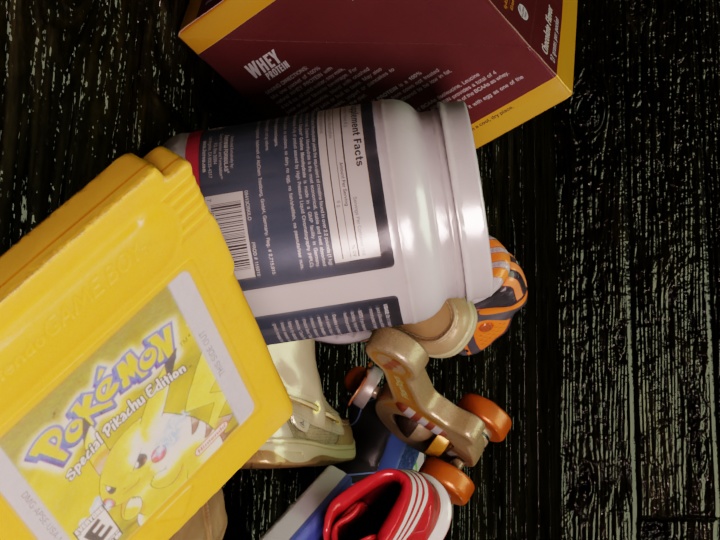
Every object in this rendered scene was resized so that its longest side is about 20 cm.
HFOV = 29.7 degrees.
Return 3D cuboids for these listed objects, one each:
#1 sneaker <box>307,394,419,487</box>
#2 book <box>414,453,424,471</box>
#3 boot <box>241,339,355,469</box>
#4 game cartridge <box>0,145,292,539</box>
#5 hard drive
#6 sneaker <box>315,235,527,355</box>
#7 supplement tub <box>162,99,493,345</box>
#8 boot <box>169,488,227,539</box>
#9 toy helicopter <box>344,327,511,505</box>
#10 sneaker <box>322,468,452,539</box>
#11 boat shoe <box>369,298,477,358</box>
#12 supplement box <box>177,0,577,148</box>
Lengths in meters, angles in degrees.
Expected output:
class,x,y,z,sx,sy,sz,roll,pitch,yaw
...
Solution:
class,x,y,z,sx,sy,sz,roll,pitch,yaw
sneaker,-0.015,0.203,1.153,0.202,0.077,0.070,-65,158,-17
book,0.022,0.260,1.324,0.133,0.047,0.204,6,83,-71
boot,-0.053,0.068,1.020,0.200,0.072,0.158,17,70,-71
game cartridge,-0.122,0.062,0.646,0.176,0.032,0.201,-44,143,-21
hard drive,-0.065,0.220,0.916,0.133,0.025,0.200,-66,170,14
sneaker,0.045,0.037,1.120,0.112,0.197,0.079,47,39,-54
supplement tub,-0.022,-0.030,0.859,0.140,0.197,0.143,-8,90,-87
boot,-0.124,0.091,0.753,0.175,0.065,0.203,-59,145,-62
toy helicopter,0.035,0.093,1.050,0.079,0.131,0.201,-55,153,-19
sneaker,-0.021,0.217,0.930,0.202,0.078,0.115,-60,152,-6
boat shoe,0.000,0.000,1.043,0.074,0.199,0.063,-59,156,2
supplement box,0.017,-0.187,0.953,0.200,0.196,0.134,41,40,-29
